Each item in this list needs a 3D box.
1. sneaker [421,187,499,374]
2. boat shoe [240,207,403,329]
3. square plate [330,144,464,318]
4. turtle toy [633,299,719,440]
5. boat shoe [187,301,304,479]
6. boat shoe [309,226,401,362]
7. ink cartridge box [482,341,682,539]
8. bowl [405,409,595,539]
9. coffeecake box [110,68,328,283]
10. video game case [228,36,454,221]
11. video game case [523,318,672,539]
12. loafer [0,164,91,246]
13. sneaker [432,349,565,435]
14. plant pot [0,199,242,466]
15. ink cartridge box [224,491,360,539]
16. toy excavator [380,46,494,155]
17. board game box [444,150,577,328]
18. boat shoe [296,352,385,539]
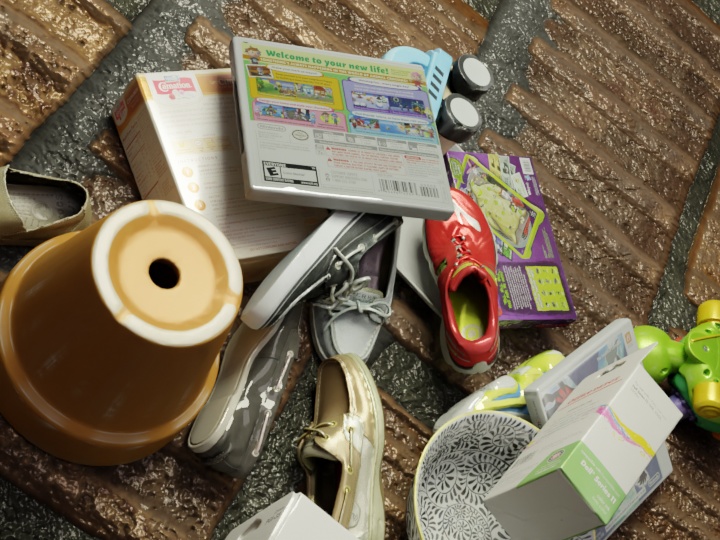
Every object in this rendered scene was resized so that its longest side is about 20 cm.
[{"bbox_3d":[0.109,0.002,1.241,0.077,0.085,0.200,-9,70,-2],"label":"sneaker"},{"bbox_3d":[-0.029,-0.002,1.130,0.068,0.074,0.199,47,48,-6],"label":"boat shoe"},{"bbox_3d":[0.072,-0.061,1.337,0.200,0.028,0.198,44,51,-5],"label":"square plate"},{"bbox_3d":[0.384,0.116,1.396,0.200,0.101,0.146,27,54,-18],"label":"turtle toy"},{"bbox_3d":[-0.093,0.098,1.127,0.057,0.067,0.200,45,49,-25],"label":"boat shoe"},{"bbox_3d":[0.002,0.000,1.218,0.074,0.065,0.202,20,72,-15],"label":"boat shoe"},{"bbox_3d":[0.213,0.159,1.130,0.067,0.117,0.200,50,50,-2],"label":"ink cartridge box"},{"bbox_3d":[0.112,0.240,1.159,0.200,0.094,0.201,16,58,-26],"label":"bowl"},{"bbox_3d":[-0.131,-0.091,1.192,0.153,0.073,0.200,-10,72,-38],"label":"coffeecake box"},{"bbox_3d":[-0.019,-0.132,1.160,0.200,0.022,0.182,5,55,-22],"label":"video game case"},{"bbox_3d":[0.250,0.168,1.278,0.200,0.023,0.183,-28,104,-46],"label":"video game case"},{"bbox_3d":[-0.321,-0.057,1.056,0.200,0.067,0.076,-7,70,-35],"label":"loafer"},{"bbox_3d":[0.163,0.155,1.250,0.200,0.076,0.105,-25,81,-40],"label":"sneaker"},{"bbox_3d":[-0.189,0.037,1.015,0.200,0.183,0.201,15,58,-26],"label":"plant pot"},{"bbox_3d":[-0.024,0.288,1.011,0.200,0.147,0.083,40,51,-8],"label":"ink cartridge box"},{"bbox_3d":[0.018,-0.175,1.276,0.200,0.100,0.195,31,49,-15],"label":"toy excavator"},{"bbox_3d":[0.157,-0.034,1.342,0.120,0.032,0.200,3,64,-35],"label":"board game box"},{"bbox_3d":[-0.021,0.167,1.125,0.066,0.074,0.200,11,60,-34],"label":"boat shoe"}]
